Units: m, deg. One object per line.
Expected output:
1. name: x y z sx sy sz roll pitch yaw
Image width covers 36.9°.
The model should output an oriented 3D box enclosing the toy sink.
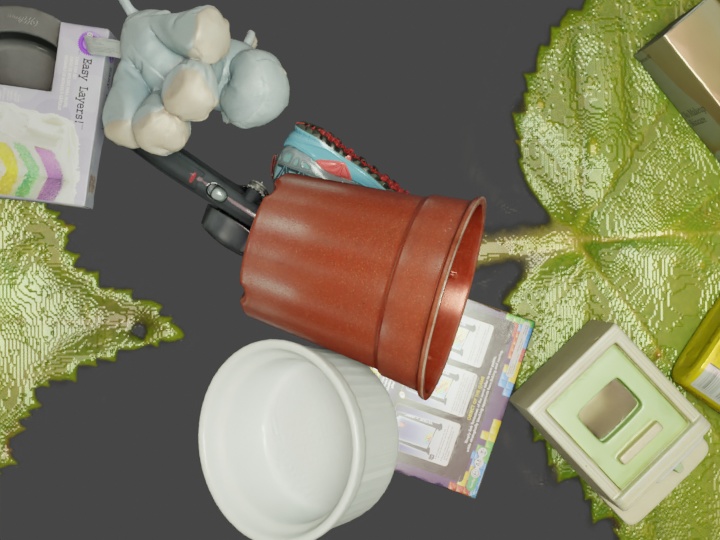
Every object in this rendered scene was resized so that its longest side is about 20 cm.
1. toy sink: 0.278 0.169 1.138 0.130 0.112 0.200 -43 92 -3

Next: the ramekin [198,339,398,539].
1. ramekin: -0.058 0.169 1.084 0.200 0.098 0.201 -2 86 35

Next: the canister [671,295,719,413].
1. canister: 0.458 0.118 1.165 0.200 0.087 0.149 35 87 -2

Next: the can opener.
1. can opener: -0.170 -0.094 1.135 0.200 0.063 0.079 37 88 -3

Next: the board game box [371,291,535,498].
1. board game box: 0.075 0.121 1.154 0.165 0.057 0.200 20 89 -1

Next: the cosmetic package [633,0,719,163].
1. cosmetic package: 0.393 -0.185 1.153 0.071 0.105 0.200 -40 91 -3

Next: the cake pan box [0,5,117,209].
1. cake pan box: -0.360 -0.173 1.130 0.184 0.052 0.200 9 89 -6

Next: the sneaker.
1. sneaker: -0.008 -0.068 1.151 0.200 0.079 0.096 38 105 1

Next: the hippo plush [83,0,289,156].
1. hippo plush: -0.167 -0.184 1.096 0.200 0.161 0.160 27 98 40

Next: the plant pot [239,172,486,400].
1. plant pot: 0.000 0.000 1.042 0.195 0.201 0.201 17 89 12
